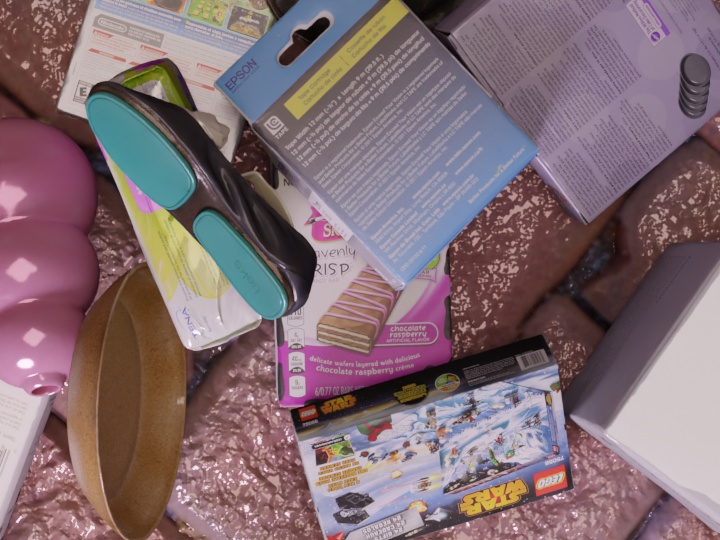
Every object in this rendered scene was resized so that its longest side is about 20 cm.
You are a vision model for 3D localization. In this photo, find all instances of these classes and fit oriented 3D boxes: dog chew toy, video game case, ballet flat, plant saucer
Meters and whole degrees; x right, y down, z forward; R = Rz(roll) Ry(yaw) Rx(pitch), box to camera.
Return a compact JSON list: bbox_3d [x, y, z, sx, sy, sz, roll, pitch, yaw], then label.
[{"bbox_3d":[-0.243,-0.007,1.301,0.123,0.125,0.202,-12,70,-4],"label":"dog chew toy"},{"bbox_3d":[-0.136,-0.197,1.380,0.142,0.018,0.202,18,89,-3],"label":"video game case"},{"bbox_3d":[-0.100,-0.056,1.200,0.073,0.073,0.200,-42,97,-3],"label":"ballet flat"},{"bbox_3d":[-0.171,0.094,1.295,0.035,0.200,0.202,1,90,11],"label":"plant saucer"}]

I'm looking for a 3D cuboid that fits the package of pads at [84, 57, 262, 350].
[{"bbox_3d":[-0.129,-0.051,1.299,0.068,0.155,0.202,-22,99,1],"label":"package of pads"}]

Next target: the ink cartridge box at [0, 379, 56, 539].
[{"bbox_3d":[-0.327,0.154,1.333,0.145,0.084,0.202,21,89,-4],"label":"ink cartridge box"}]

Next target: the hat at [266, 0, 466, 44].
[{"bbox_3d":[0.024,-0.243,1.350,0.198,0.081,0.203,-1,93,-12],"label":"hat"}]

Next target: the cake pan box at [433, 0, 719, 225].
[{"bbox_3d":[0.179,-0.168,1.362,0.184,0.052,0.200,-42,109,-5],"label":"cake pan box"}]

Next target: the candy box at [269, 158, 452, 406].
[{"bbox_3d":[0.000,0.000,1.368,0.135,0.061,0.202,-2,90,-5],"label":"candy box"}]

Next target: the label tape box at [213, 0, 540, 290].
[{"bbox_3d":[0.011,-0.107,1.310,0.143,0.066,0.200,-44,89,-6],"label":"label tape box"}]

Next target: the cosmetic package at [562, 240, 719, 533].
[{"bbox_3d":[0.268,0.091,1.318,0.167,0.200,0.167,36,88,-3],"label":"cosmetic package"}]

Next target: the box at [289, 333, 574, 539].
[{"bbox_3d":[0.056,0.135,1.347,0.198,0.040,0.138,-16,130,-4],"label":"box"}]
